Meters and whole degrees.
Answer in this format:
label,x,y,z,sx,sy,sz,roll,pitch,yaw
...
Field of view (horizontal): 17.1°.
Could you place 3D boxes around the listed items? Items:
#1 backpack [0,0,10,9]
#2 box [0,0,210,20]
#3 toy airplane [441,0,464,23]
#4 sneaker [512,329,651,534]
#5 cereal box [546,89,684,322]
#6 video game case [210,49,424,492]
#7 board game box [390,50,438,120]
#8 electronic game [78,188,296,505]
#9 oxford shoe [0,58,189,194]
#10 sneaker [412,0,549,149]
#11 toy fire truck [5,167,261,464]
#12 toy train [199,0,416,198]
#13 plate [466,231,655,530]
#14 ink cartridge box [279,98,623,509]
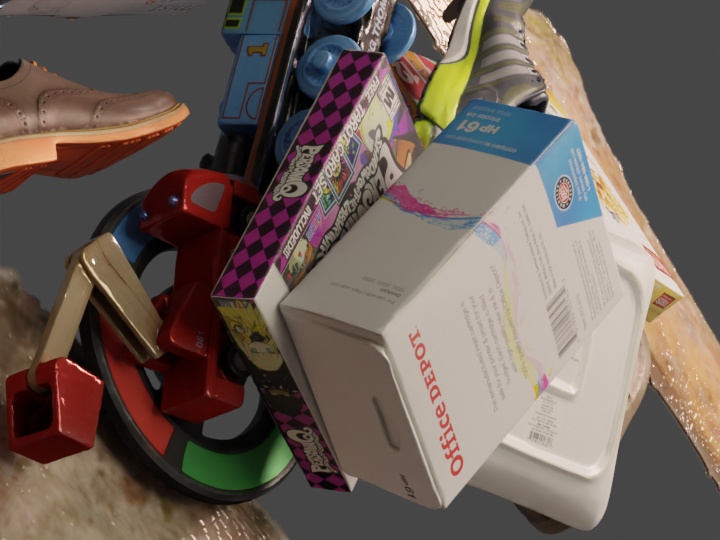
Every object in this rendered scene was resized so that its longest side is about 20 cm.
label,x,y,z,sx,sy,sz,roll,pitch,yaw
backpack,-0.228,-0.229,1.299,0.134,0.199,0.184,8,67,-51
box,-0.172,-0.252,1.476,0.200,0.096,0.178,-7,76,-55
toy airplane,0.025,-0.278,1.706,0.199,0.141,0.200,13,62,-49
sneaker,0.147,0.086,1.666,0.076,0.070,0.201,48,42,-26
cereal box,0.152,-0.062,1.744,0.201,0.039,0.144,59,15,24
video game case,-0.009,0.000,1.442,0.201,0.036,0.182,-63,146,-34
board game box,0.073,-0.080,1.702,0.095,0.030,0.201,16,39,-48
electronic game,-0.098,0.045,1.465,0.200,0.041,0.201,28,52,-43
oxford shoe,-0.177,-0.095,1.410,0.200,0.071,0.073,-16,80,-54
sneaker,0.094,-0.132,1.654,0.080,0.074,0.201,20,51,5
toy fire truck,-0.127,0.023,1.378,0.141,0.049,0.201,23,60,-37
toy train,-0.037,-0.117,1.531,0.087,0.114,0.201,42,56,-54
plate,0.121,0.053,1.563,0.199,0.032,0.201,25,73,-42
ink cartridge box,0.057,0.018,1.406,0.200,0.084,0.145,-48,136,-31
